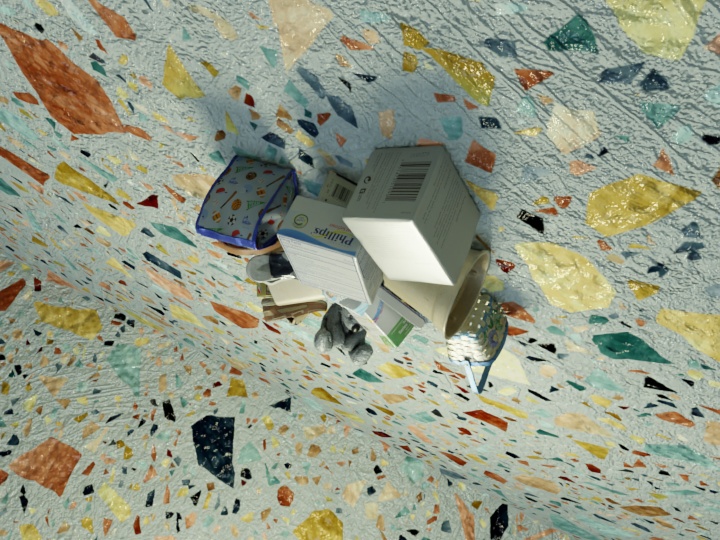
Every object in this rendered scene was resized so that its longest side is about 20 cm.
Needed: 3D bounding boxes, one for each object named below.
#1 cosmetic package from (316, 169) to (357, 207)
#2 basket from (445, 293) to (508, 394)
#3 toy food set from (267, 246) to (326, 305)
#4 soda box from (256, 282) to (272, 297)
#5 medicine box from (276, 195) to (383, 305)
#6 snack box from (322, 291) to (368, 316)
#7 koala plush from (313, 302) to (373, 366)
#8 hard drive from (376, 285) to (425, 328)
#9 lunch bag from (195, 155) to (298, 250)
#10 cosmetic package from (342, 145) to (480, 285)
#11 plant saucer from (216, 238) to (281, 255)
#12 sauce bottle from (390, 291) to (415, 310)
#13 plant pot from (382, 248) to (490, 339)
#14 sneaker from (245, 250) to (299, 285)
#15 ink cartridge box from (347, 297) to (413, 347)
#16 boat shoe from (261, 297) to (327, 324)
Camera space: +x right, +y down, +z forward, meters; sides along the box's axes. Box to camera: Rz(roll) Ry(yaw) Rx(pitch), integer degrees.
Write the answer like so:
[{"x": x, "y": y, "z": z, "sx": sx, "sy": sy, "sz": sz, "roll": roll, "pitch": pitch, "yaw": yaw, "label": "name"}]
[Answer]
[{"x": -0.059, "y": -0.120, "z": 1.421, "sx": 0.101, "sy": 0.089, "sz": 0.200, "roll": 26, "pitch": 155, "yaw": -6, "label": "cosmetic package"}, {"x": 0.284, "y": 0.172, "z": 1.558, "sx": 0.136, "sy": 0.179, "sz": 0.203, "roll": 4, "pitch": 138, "yaw": 31, "label": "basket"}, {"x": -0.166, "y": -0.006, "z": 1.591, "sx": 0.139, "sy": 0.061, "sz": 0.204, "roll": -7, "pitch": 122, "yaw": 21, "label": "toy food set"}, {"x": -0.184, "y": 0.037, "z": 1.768, "sx": 0.195, "sy": 0.070, "sz": 0.063, "roll": 2, "pitch": 173, "yaw": -34, "label": "soda box"}, {"x": -0.053, "y": -0.040, "z": 1.341, "sx": 0.177, "sy": 0.105, "sz": 0.202, "roll": 16, "pitch": 153, "yaw": 20, "label": "medicine box"}, {"x": 0.000, "y": 0.000, "z": 1.527, "sx": 0.114, "sy": 0.037, "sz": 0.203, "roll": 26, "pitch": 118, "yaw": -5, "label": "snack box"}, {"x": -0.021, "y": 0.128, "z": 1.831, "sx": 0.173, "sy": 0.187, "sz": 0.202, "roll": 19, "pitch": 136, "yaw": -11, "label": "koala plush"}, {"x": 0.092, "y": 0.086, "z": 1.504, "sx": 0.131, "sy": 0.026, "sz": 0.200, "roll": 37, "pitch": 179, "yaw": 5, "label": "hard drive"}, {"x": -0.247, "y": -0.134, "z": 1.419, "sx": 0.165, "sy": 0.202, "sz": 0.126, "roll": 13, "pitch": 141, "yaw": 21, "label": "lunch bag"}, {"x": 0.100, "y": -0.100, "z": 1.209, "sx": 0.162, "sy": 0.168, "sz": 0.201, "roll": 5, "pitch": 148, "yaw": 38, "label": "cosmetic package"}, {"x": -0.239, "y": -0.099, "z": 1.501, "sx": 0.195, "sy": 0.201, "sz": 0.033, "roll": 13, "pitch": 134, "yaw": 24, "label": "plant saucer"}, {"x": 0.105, "y": 0.049, "z": 1.622, "sx": 0.064, "sy": 0.067, "sz": 0.202, "roll": 14, "pitch": 152, "yaw": 23, "label": "sauce bottle"}, {"x": 0.153, "y": 0.012, "z": 1.383, "sx": 0.180, "sy": 0.202, "sz": 0.202, "roll": 28, "pitch": 159, "yaw": 22, "label": "plant pot"}, {"x": -0.177, "y": -0.010, "z": 1.514, "sx": 0.194, "sy": 0.082, "sz": 0.129, "roll": -13, "pitch": -174, "yaw": -18, "label": "sneaker"}, {"x": 0.029, "y": 0.095, "z": 1.682, "sx": 0.201, "sy": 0.084, "sz": 0.144, "roll": 48, "pitch": 166, "yaw": -15, "label": "ink cartridge box"}, {"x": -0.181, "y": 0.112, "z": 1.779, "sx": 0.195, "sy": 0.074, "sz": 0.075, "roll": 1, "pitch": 174, "yaw": -28, "label": "boat shoe"}]
